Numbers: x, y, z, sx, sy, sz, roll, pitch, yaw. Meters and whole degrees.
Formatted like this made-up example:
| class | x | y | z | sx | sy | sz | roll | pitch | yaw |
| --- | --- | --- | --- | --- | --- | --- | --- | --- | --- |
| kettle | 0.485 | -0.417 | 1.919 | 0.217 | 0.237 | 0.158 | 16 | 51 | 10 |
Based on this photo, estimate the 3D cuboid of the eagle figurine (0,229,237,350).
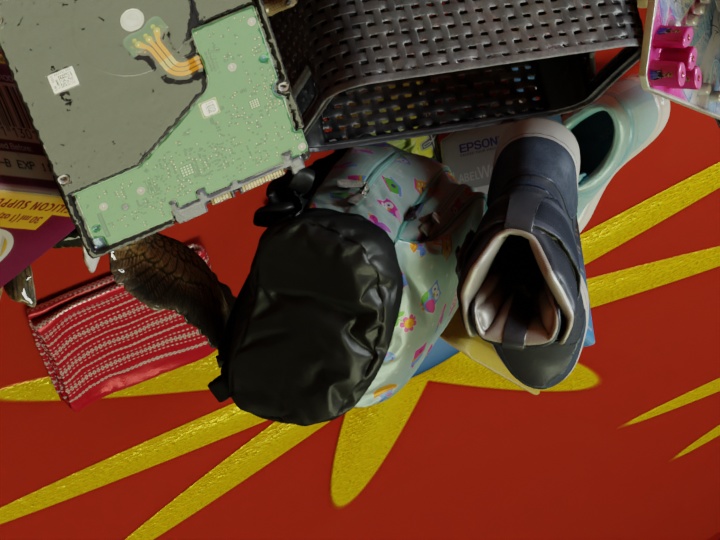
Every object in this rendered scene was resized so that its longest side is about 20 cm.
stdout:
| class | x | y | z | sx | sy | sz | roll | pitch | yaw |
| --- | --- | --- | --- | --- | --- | --- | --- | --- | --- |
| eagle figurine | -0.140 | -0.035 | 1.315 | 0.200 | 0.151 | 0.152 | 1 | 139 | -31 |

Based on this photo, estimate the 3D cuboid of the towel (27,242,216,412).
| class | x | y | z | sx | sy | sz | roll | pitch | yaw |
| --- | --- | --- | --- | --- | --- | --- | --- | --- | --- |
| towel | -0.178 | 0.047 | 1.614 | 0.145 | 0.022 | 0.200 | -23 | 160 | -9 |

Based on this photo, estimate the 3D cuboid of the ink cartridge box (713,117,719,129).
| class | x | y | z | sx | sy | sz | roll | pitch | yaw |
| --- | --- | --- | --- | --- | --- | --- | --- | --- | --- |
| ink cartridge box | 0.300 | -0.150 | 1.417 | 0.144 | 0.200 | 0.084 | -28 | 160 | 8 |

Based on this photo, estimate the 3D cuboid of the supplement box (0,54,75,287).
| class | x | y | z | sx | sy | sz | roll | pitch | yaw |
| --- | --- | --- | --- | --- | --- | --- | --- | --- | --- |
| supplement box | -0.268 | -0.033 | 1.192 | 0.200 | 0.103 | 0.131 | -36 | 159 | 29 |

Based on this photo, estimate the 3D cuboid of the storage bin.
| class | x | y | z | sx | sy | sz | roll | pitch | yaw |
| --- | --- | --- | --- | --- | --- | --- | --- | --- | --- |
| storage bin | 0.054 | -0.144 | 1.238 | 0.200 | 0.094 | 0.135 | -9 | 169 | -15 |

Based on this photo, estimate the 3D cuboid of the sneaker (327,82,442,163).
| class | x | y | z | sx | sy | sz | roll | pitch | yaw |
| --- | --- | --- | --- | --- | --- | --- | --- | --- | --- |
| sneaker | 0.027 | -0.087 | 1.440 | 0.075 | 0.076 | 0.200 | -25 | 158 | 7 |

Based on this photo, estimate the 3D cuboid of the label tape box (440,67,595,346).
| class | x | y | z | sx | sy | sz | roll | pitch | yaw |
| --- | --- | --- | --- | --- | --- | --- | --- | --- | --- |
| label tape box | 0.109 | -0.048 | 1.485 | 0.066 | 0.200 | 0.143 | -13 | 165 | 17 |

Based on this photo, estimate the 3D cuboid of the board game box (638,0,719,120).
| class | x | y | z | sx | sy | sz | roll | pitch | yaw |
| --- | --- | --- | --- | --- | --- | --- | --- | --- | --- |
| board game box | 0.234 | -0.194 | 1.270 | 0.026 | 0.200 | 0.200 | 7 | 179 | 32 |

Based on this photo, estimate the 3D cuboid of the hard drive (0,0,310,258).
| class | x | y | z | sx | sy | sz | roll | pitch | yaw |
| --- | --- | --- | --- | --- | --- | --- | --- | --- | --- |
| hard drive | -0.116 | -0.115 | 1.102 | 0.140 | 0.038 | 0.200 | -24 | 127 | -6 |

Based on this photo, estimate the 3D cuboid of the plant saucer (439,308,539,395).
| class | x | y | z | sx | sy | sz | roll | pitch | yaw |
| --- | --- | --- | --- | --- | --- | --- | --- | --- | --- |
| plant saucer | 0.046 | 0.008 | 1.577 | 0.048 | 0.200 | 0.200 | -55 | 157 | 2 |

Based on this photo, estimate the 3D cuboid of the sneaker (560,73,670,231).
| class | x | y | z | sx | sy | sz | roll | pitch | yaw |
| --- | --- | --- | --- | --- | --- | --- | --- | --- | --- |
| sneaker | 0.152 | -0.076 | 1.609 | 0.082 | 0.074 | 0.200 | -19 | 152 | -50 |

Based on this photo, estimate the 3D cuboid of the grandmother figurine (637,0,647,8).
| class | x | y | z | sx | sy | sz | roll | pitch | yaw |
| --- | --- | --- | --- | --- | --- | --- | --- | --- | --- |
| grandmother figurine | 0.168 | -0.227 | 1.288 | 0.121 | 0.061 | 0.200 | -28 | 157 | 7 |

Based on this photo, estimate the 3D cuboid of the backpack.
| class | x | y | z | sx | sy | sz | roll | pitch | yaw |
| --- | --- | --- | --- | --- | --- | --- | --- | --- | --- |
| backpack | 0.000 | 0.000 | 1.322 | 0.167 | 0.127 | 0.200 | -66 | 172 | 30 |

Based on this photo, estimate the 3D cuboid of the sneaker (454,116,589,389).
| class | x | y | z | sx | sy | sz | roll | pitch | yaw |
| --- | --- | --- | --- | --- | --- | --- | --- | --- | --- |
| sneaker | 0.103 | 0.027 | 1.303 | 0.077 | 0.146 | 0.202 | 0 | 128 | 9 |

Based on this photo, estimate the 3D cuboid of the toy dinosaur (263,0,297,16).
| class | x | y | z | sx | sy | sz | roll | pitch | yaw |
| --- | --- | --- | --- | --- | --- | --- | --- | --- | --- |
| toy dinosaur | -0.091 | -0.163 | 1.172 | 0.101 | 0.058 | 0.200 | -14 | 155 | 15 |
